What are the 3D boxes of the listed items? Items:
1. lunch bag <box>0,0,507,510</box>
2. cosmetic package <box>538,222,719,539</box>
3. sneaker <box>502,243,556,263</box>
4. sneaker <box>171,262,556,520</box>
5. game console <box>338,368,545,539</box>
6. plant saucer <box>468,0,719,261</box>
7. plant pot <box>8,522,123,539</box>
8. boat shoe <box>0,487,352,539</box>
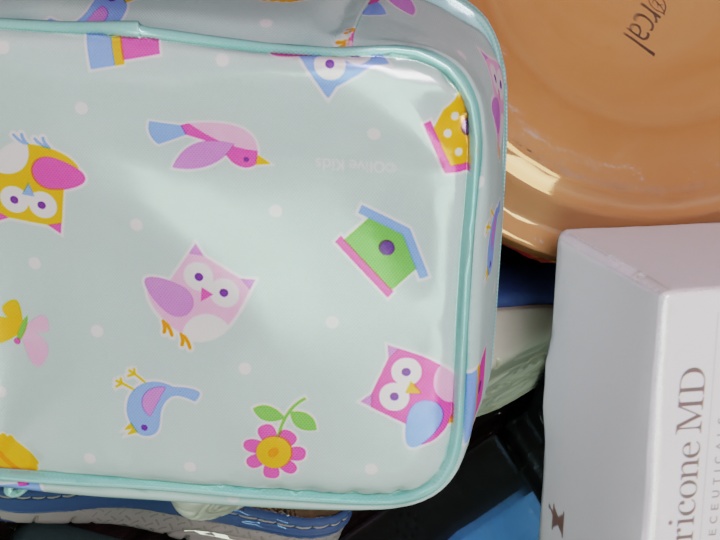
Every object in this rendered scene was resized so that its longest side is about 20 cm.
[{"bbox_3d":[-0.058,-0.009,0.847,0.199,0.077,0.161,5,115,9],"label":"lunch bag"},{"bbox_3d":[0.158,0.039,0.879,0.199,0.071,0.102,-4,107,-22],"label":"cosmetic package"},{"bbox_3d":[0.010,-0.075,0.937,0.199,0.077,0.073,30,153,-10],"label":"sneaker"},{"bbox_3d":[0.000,-0.001,0.972,0.199,0.112,0.077,-20,165,-30],"label":"sneaker"},{"bbox_3d":[0.074,0.149,0.991,0.118,0.172,0.201,-30,79,-9],"label":"game console"},{"bbox_3d":[0.085,-0.100,0.881,0.199,0.032,0.202,-1,93,-13],"label":"plant saucer"},{"bbox_3d":[-0.081,0.177,0.998,0.140,0.200,0.142,17,107,-16],"label":"plant pot"},{"bbox_3d":[-0.088,0.043,1.001,0.199,0.072,0.073,12,118,-25],"label":"boat shoe"}]
